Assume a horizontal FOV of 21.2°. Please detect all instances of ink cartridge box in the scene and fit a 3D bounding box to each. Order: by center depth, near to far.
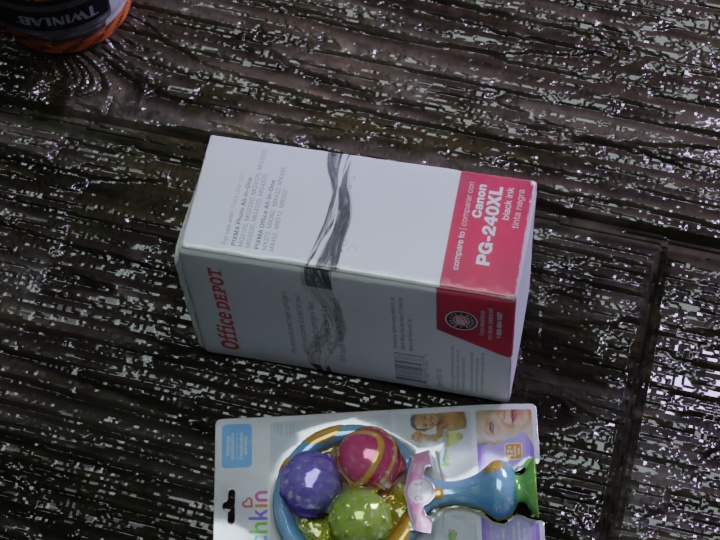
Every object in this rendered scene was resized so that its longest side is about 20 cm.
[{"bbox_3d":[0.000,0.000,1.149,0.198,0.146,0.084,9,64,7],"label":"ink cartridge box"}]

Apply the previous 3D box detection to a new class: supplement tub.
[{"bbox_3d":[-0.209,-0.236,1.250,0.121,0.201,0.124,-1,63,3],"label":"supplement tub"}]

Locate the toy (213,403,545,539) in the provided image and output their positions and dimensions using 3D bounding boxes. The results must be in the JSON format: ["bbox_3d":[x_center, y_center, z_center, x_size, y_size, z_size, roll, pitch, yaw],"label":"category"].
[{"bbox_3d":[0.009,0.129,1.137,0.197,0.047,0.116,-2,61,1],"label":"toy"}]
